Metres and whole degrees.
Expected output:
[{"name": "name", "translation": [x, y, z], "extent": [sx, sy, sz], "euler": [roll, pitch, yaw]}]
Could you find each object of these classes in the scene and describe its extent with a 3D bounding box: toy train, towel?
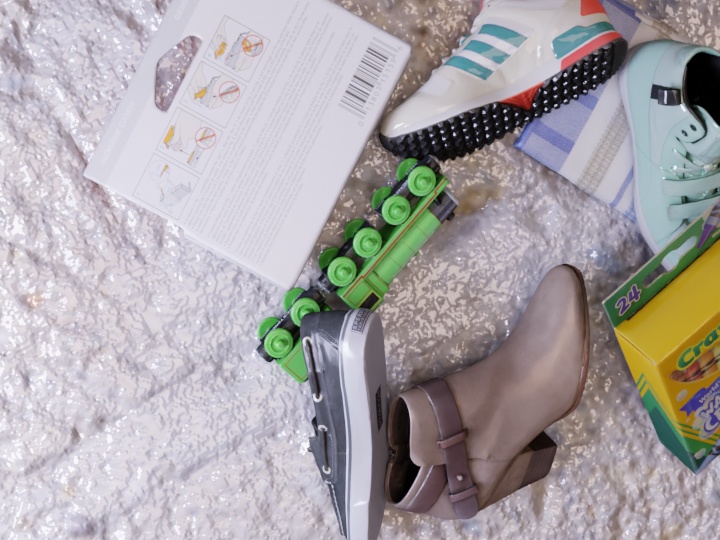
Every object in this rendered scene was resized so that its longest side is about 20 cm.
[{"name": "toy train", "translation": [0.000, 0.000, 0.944], "extent": [0.056, 0.042, 0.200], "euler": [42, 91, -22]}, {"name": "towel", "translation": [0.236, -0.114, 0.998], "extent": [0.198, 0.024, 0.149], "euler": [28, 91, -11]}]

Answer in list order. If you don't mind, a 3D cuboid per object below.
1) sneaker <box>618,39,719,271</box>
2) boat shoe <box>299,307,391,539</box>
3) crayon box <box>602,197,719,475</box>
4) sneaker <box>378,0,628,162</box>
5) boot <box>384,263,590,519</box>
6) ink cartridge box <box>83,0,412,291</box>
[{"name": "sneaker", "translation": [0.252, -0.072, 0.934], "extent": [0.073, 0.118, 0.203], "euler": [-20, 101, -7]}, {"name": "boat shoe", "translation": [-0.011, 0.118, 0.937], "extent": [0.056, 0.069, 0.203], "euler": [5, 115, 16]}, {"name": "crayon box", "translation": [0.267, 0.055, 0.954], "extent": [0.125, 0.052, 0.201], "euler": [-40, 135, -6]}, {"name": "sneaker", "translation": [0.097, -0.157, 0.951], "extent": [0.197, 0.070, 0.095], "euler": [-25, 69, 4]}, {"name": "boot", "translation": [0.092, 0.095, 0.948], "extent": [0.144, 0.070, 0.204], "euler": [-1, 106, -29]}, {"name": "ink cartridge box", "translation": [-0.081, -0.113, 0.920], "extent": [0.172, 0.044, 0.202], "euler": [28, 89, -1]}]
